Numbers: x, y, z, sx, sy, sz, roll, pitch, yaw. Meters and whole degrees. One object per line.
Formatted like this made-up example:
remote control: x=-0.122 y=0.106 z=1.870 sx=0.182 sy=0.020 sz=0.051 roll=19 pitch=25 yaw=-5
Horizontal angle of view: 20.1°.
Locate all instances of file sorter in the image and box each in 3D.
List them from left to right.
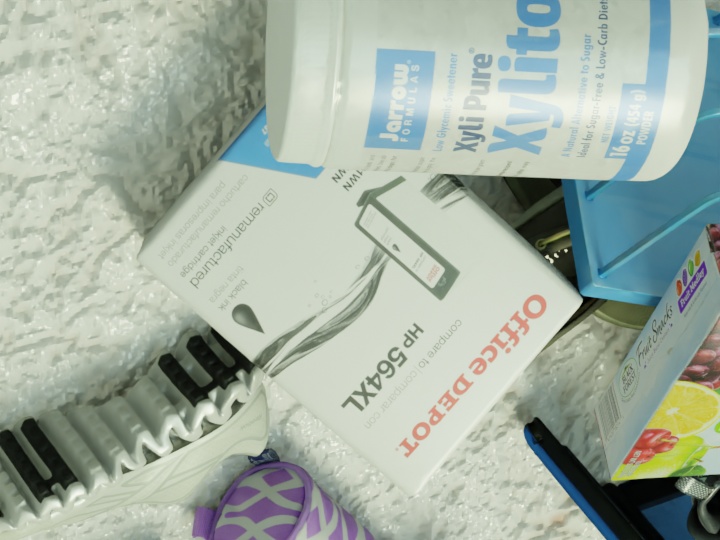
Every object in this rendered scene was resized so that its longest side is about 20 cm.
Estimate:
file sorter: x=0.193 y=-0.092 z=1.108 sx=0.138 sy=0.201 sz=0.123 roll=8 pitch=152 yaw=-30

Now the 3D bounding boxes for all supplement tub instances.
supplement tub: x=0.058 y=-0.112 z=0.991 sx=0.198 sy=0.132 sz=0.133 roll=1 pitch=117 yaw=-9

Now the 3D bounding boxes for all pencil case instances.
pencil case: x=-0.019 y=0.201 z=1.257 sx=0.085 sy=0.084 sz=0.200 roll=-19 pitch=130 yaw=27

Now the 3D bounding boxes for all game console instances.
game console: x=0.222 y=0.159 z=1.278 sx=0.118 sy=0.200 sz=0.171 roll=-41 pitch=131 yaw=0

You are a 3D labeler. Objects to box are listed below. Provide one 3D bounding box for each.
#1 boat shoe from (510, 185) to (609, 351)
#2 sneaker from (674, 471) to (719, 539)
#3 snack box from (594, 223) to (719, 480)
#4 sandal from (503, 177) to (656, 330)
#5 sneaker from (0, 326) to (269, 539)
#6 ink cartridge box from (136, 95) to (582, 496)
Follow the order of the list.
boat shoe: x=0.082 y=0.023 z=1.192 sx=0.201 sy=0.060 sz=0.072 roll=-39 pitch=112 yaw=18
sneaker: x=0.218 y=0.115 z=1.239 sx=0.139 sy=0.200 sz=0.078 roll=-4 pitch=127 yaw=-53
snack box: x=0.225 y=0.046 z=1.107 sx=0.141 sy=0.053 sz=0.200 roll=-3 pitch=149 yaw=-15
sandal: x=0.148 y=-0.024 z=1.230 sx=0.080 sy=0.057 sz=0.201 roll=-44 pitch=127 yaw=1
sneaker: x=-0.138 y=0.111 z=1.154 sx=0.199 sy=0.075 sz=0.081 roll=-26 pitch=134 yaw=-12
ink cartridge box: x=0.000 y=0.000 z=1.101 sx=0.200 sy=0.084 sz=0.146 roll=40 pitch=94 yaw=-8
